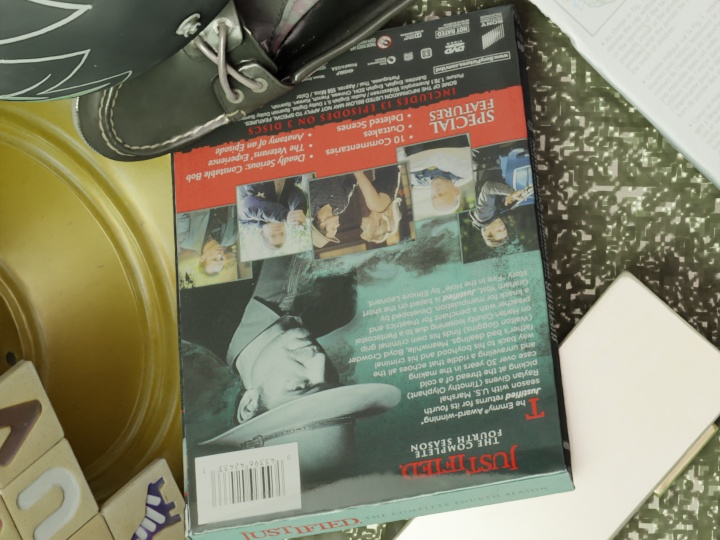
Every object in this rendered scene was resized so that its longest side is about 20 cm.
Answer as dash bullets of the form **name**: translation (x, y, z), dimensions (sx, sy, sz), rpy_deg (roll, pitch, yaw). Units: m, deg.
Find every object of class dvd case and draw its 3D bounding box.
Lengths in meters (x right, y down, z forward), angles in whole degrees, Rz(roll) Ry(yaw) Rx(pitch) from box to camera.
- **dvd case**: translation (0.000, 0.000, 0.964), dimensions (0.145, 0.022, 0.201), rpy_deg (-11, 60, 11)

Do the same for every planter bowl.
- **planter bowl**: translation (-0.142, 0.015, 0.974), dimensions (0.083, 0.200, 0.201), rpy_deg (-29, 86, 40)

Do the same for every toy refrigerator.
- **toy refrigerator**: translation (0.062, 0.097, 0.978), dimensions (0.070, 0.076, 0.200), rpy_deg (40, 93, 5)

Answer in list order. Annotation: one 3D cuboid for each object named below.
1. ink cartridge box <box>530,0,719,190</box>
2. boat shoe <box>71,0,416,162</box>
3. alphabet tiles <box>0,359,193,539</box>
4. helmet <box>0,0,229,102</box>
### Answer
- **ink cartridge box**: translation (0.156, -0.124, 0.970), dimensions (0.200, 0.057, 0.163), rpy_deg (42, 95, -1)
- **boat shoe**: translation (-0.024, -0.110, 0.971), dimensions (0.200, 0.057, 0.067), rpy_deg (-39, 120, -9)
- **alphabet tiles**: translation (-0.115, 0.141, 0.899), dimensions (0.167, 0.008, 0.201), rpy_deg (-40, 122, -33)
- **helmet**: translation (-0.129, -0.157, 0.893), dimensions (0.199, 0.200, 0.192), rpy_deg (8, 97, 6)
